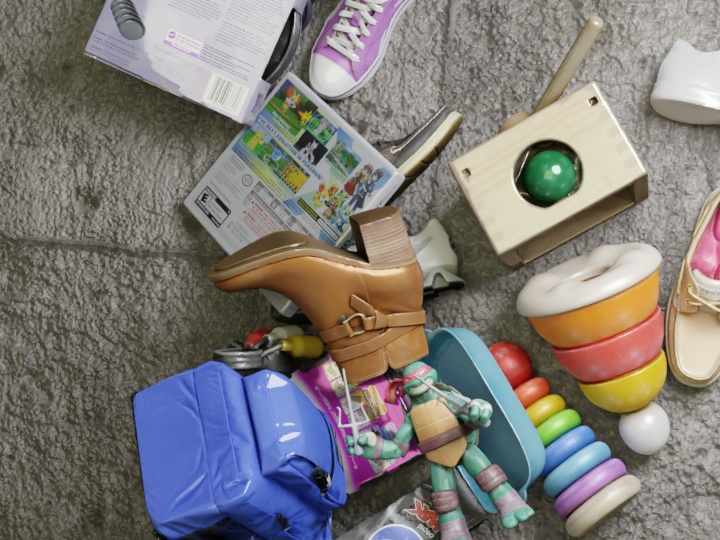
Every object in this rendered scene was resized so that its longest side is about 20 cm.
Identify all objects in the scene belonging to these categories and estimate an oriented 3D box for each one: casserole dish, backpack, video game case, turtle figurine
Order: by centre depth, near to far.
[{"bbox_3d":[-0.096,0.194,1.286,0.167,0.200,0.163,-18,55,13],"label":"backpack"},{"bbox_3d":[0.075,0.157,1.306,0.150,0.101,0.200,-30,85,33],"label":"turtle figurine"},{"bbox_3d":[0.116,0.141,1.364,0.039,0.121,0.200,-18,68,-32],"label":"casserole dish"},{"bbox_3d":[-0.072,-0.080,1.424,0.182,0.022,0.200,-50,53,8],"label":"video game case"}]

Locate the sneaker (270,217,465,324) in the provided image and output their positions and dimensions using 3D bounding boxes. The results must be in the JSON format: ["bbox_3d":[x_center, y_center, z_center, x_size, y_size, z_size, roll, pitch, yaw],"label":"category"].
[{"bbox_3d":[0.000,0.000,1.423,0.199,0.074,0.089,-15,77,3],"label":"sneaker"}]

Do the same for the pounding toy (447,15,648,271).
[{"bbox_3d":[0.182,-0.112,1.325,0.184,0.200,0.143,-29,79,8],"label":"pounding toy"}]

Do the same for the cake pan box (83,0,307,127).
[{"bbox_3d":[-0.160,-0.268,1.447,0.199,0.052,0.185,23,95,8],"label":"cake pan box"}]

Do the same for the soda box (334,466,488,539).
[{"bbox_3d":[0.024,0.271,1.361,0.200,0.071,0.063,-32,77,-11],"label":"soda box"}]

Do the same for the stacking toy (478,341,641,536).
[{"bbox_3d":[0.182,0.157,1.368,0.085,0.085,0.200,-39,73,6],"label":"stacking toy"}]

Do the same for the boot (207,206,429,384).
[{"bbox_3d":[-0.035,0.035,1.342,0.199,0.077,0.156,-16,108,-9],"label":"boot"}]

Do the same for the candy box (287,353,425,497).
[{"bbox_3d":[-0.043,0.169,1.418,0.200,0.061,0.137,-28,80,8],"label":"candy box"}]

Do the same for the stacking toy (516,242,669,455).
[{"bbox_3d":[0.248,0.085,1.351,0.146,0.146,0.201,-21,100,9],"label":"stacking toy"}]

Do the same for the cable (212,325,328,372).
[{"bbox_3d":[-0.107,0.073,1.372,0.097,0.200,0.051,8,87,20],"label":"cable"}]

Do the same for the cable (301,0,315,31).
[{"bbox_3d":[-0.115,-0.337,1.485,0.163,0.051,0.201,13,87,13],"label":"cable"}]

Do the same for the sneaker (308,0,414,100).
[{"bbox_3d":[0.001,-0.271,1.423,0.073,0.114,0.201,32,93,11],"label":"sneaker"}]

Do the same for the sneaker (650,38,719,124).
[{"bbox_3d":[0.389,-0.179,1.358,0.199,0.075,0.089,16,77,14],"label":"sneaker"}]

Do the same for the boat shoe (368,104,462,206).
[{"bbox_3d":[0.018,-0.102,1.424,0.200,0.073,0.065,-44,83,5],"label":"boat shoe"}]

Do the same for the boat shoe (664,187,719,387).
[{"bbox_3d":[0.337,0.013,1.348,0.073,0.069,0.201,10,87,13],"label":"boat shoe"}]
